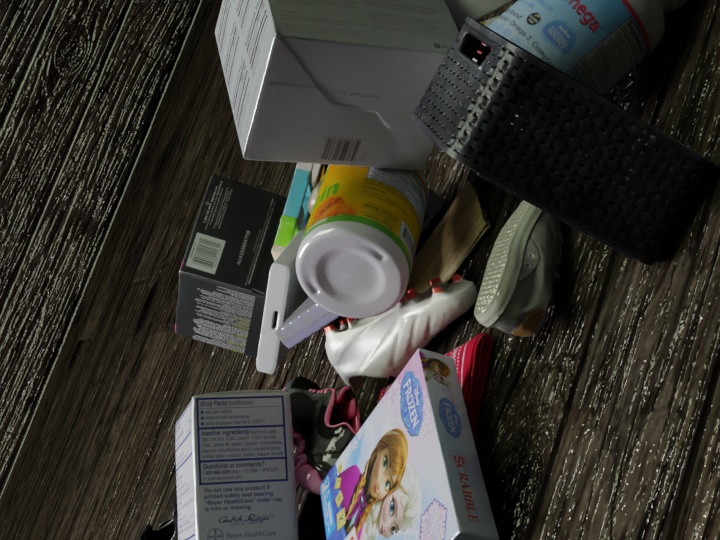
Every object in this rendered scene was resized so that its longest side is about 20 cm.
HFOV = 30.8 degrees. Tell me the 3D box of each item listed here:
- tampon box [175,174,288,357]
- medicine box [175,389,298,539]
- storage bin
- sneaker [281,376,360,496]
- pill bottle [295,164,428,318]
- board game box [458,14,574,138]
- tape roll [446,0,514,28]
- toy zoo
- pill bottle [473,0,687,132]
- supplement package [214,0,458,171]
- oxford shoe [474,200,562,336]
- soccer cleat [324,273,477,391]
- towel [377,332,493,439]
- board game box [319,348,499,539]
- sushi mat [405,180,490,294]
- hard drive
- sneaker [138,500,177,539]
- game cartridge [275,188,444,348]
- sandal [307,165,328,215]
[{"bbox_3d":[-0.163,-0.003,1.718,0.200,0.125,0.152,112,174,-63],"label":"tampon box"},{"bbox_3d":[-0.129,0.237,1.332,0.182,0.101,0.203,133,135,-70],"label":"medicine box"},{"bbox_3d":[0.153,-0.100,1.007,0.094,0.198,0.135,-59,21,12],"label":"storage bin"},{"bbox_3d":[-0.033,0.153,1.357,0.096,0.078,0.200,-62,23,15],"label":"sneaker"},{"bbox_3d":[0.008,-0.057,1.304,0.111,0.110,0.201,-48,17,38],"label":"pill bottle"},{"bbox_3d":[0.133,-0.174,1.284,0.106,0.102,0.200,-68,20,-6],"label":"board game box"},{"bbox_3d":[0.146,-0.300,1.341,0.201,0.037,0.203,-27,13,7],"label":"tape roll"},{"bbox_3d":[-0.067,-0.090,1.608,0.131,0.020,0.202,80,-157,-70],"label":"toy zoo"},{"bbox_3d":[0.186,-0.204,1.115,0.200,0.109,0.109,-41,22,0],"label":"pill bottle"},{"bbox_3d":[-0.026,-0.220,1.264,0.202,0.189,0.148,-106,28,-42],"label":"supplement package"},{"bbox_3d":[0.148,-0.010,1.138,0.075,0.057,0.201,-56,6,40],"label":"oxford shoe"},{"bbox_3d":[0.046,0.063,1.303,0.199,0.078,0.069,-24,2,40],"label":"soccer cleat"},{"bbox_3d":[0.055,0.148,1.228,0.200,0.022,0.146,-35,35,54],"label":"towel"},{"bbox_3d":[0.034,0.208,1.131,0.200,0.041,0.201,-57,29,33],"label":"board game box"},{"bbox_3d":[0.071,0.004,1.365,0.201,0.012,0.096,-55,21,24],"label":"sushi mat"},{"bbox_3d":[-0.077,0.021,1.539,0.200,0.026,0.134,-60,-19,-67],"label":"hard drive"},{"bbox_3d":[-0.254,0.364,1.663,0.201,0.082,0.071,-56,21,24],"label":"sneaker"},{"bbox_3d":[0.000,0.000,1.413,0.200,0.038,0.130,-46,2,-34],"label":"game cartridge"},{"bbox_3d":[-0.025,-0.129,1.599,0.200,0.053,0.081,-50,-20,-50],"label":"sandal"}]
